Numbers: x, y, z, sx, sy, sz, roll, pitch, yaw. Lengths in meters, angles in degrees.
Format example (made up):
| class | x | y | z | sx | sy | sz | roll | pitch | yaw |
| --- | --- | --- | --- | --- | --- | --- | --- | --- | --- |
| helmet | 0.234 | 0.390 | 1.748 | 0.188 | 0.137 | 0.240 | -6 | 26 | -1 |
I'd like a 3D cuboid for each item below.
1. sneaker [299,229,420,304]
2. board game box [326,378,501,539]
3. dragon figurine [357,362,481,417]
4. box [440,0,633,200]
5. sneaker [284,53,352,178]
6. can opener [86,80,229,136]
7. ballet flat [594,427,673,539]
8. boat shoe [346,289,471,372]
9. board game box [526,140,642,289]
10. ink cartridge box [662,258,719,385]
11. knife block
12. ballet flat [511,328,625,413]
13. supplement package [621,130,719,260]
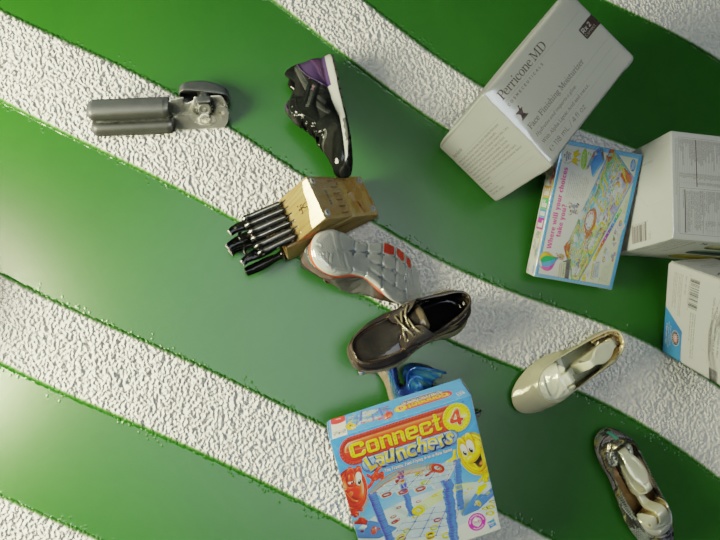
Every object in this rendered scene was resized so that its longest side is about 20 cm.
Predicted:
| class | x | y | z | sx | sy | sz | roll | pitch | yaw |
| --- | --- | --- | --- | --- | --- | --- | --- | --- | --- |
| sneaker | 0.000 | 0.000 | 0.861 | 0.196 | 0.081 | 0.079 | 25 | 63 | -27 |
| board game box | 0.072 | 0.274 | 0.801 | 0.194 | 0.056 | 0.202 | -17 | 103 | -2 |
| dragon figurine | 0.090 | 0.165 | 0.855 | 0.192 | 0.059 | 0.103 | 3 | 83 | -7 |
| box | 0.240 | -0.236 | 0.855 | 0.130 | 0.200 | 0.200 | 40 | 79 | -2 |
| sneaker | -0.063 | -0.215 | 0.863 | 0.084 | 0.076 | 0.206 | -11 | 63 | -3 |
| can opener | -0.285 | -0.233 | 0.858 | 0.193 | 0.054 | 0.068 | -5 | 52 | -9 |
| ballet flat | 0.413 | 0.332 | 0.881 | 0.071 | 0.072 | 0.205 | -28 | 88 | -11 |
| boat shoe | 0.069 | 0.071 | 0.819 | 0.195 | 0.074 | 0.076 | -24 | 66 | -23 |
| board game box | 0.338 | -0.084 | 0.907 | 0.130 | 0.034 | 0.207 | 9 | 99 | -8 |
| ink cartridge box | 0.527 | 0.078 | 0.843 | 0.081 | 0.200 | 0.151 | -4 | 104 | -7 |
| knife block | -0.090 | -0.061 | 0.858 | 0.174 | 0.198 | 0.065 | -33 | 79 | 33 |
| ballet flat | 0.313 | 0.147 | 0.889 | 0.196 | 0.069 | 0.071 | -31 | 88 | -11 |
| supplement package | 0.509 | -0.103 | 0.905 | 0.192 | 0.152 | 0.157 | 4 | 83 | -8 |
